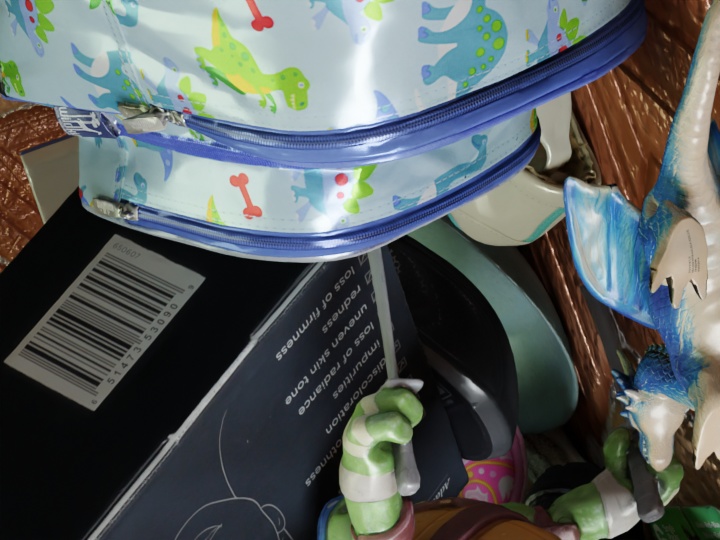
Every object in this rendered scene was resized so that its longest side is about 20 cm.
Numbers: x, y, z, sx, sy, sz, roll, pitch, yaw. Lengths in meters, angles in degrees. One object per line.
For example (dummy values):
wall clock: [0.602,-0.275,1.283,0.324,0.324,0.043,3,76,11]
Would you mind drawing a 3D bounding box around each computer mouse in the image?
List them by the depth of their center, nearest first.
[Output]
computer mouse: [0.000,0.000,0.981,0.200,0.053,0.138,43,155,-10]

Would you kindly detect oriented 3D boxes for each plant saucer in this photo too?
plant saucer: [0.023,-0.001,1.061,0.200,0.039,0.201,29,157,14]

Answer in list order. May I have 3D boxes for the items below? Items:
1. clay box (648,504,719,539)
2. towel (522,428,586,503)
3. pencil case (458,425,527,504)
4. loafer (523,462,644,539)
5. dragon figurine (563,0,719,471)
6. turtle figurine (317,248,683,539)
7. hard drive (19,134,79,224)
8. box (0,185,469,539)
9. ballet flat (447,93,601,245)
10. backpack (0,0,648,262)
clay box: [0.147,0.194,0.906,0.115,0.047,0.201,139,109,-79]
towel: [0.092,0.127,1.147,0.200,0.034,0.133,-128,19,-61]
pencil case: [0.027,0.111,1.119,0.200,0.087,0.088,118,132,-75]
loafer: [0.107,0.184,1.022,0.070,0.068,0.202,-47,-52,-54]
dragon figurine: [0.101,-0.006,0.707,0.099,0.059,0.201,-127,18,-62]
turtle figurine: [0.069,0.073,0.816,0.193,0.200,0.144,22,160,42]
hard drive: [-0.056,-0.034,1.146,0.025,0.199,0.133,-123,16,-56]
box: [-0.073,0.081,0.915,0.124,0.200,0.197,24,152,32]
ballet flat: [0.041,-0.109,0.878,0.069,0.069,0.201,173,75,-81]
backpack: [-0.009,-0.091,0.754,0.199,0.183,0.148,14,124,48]
